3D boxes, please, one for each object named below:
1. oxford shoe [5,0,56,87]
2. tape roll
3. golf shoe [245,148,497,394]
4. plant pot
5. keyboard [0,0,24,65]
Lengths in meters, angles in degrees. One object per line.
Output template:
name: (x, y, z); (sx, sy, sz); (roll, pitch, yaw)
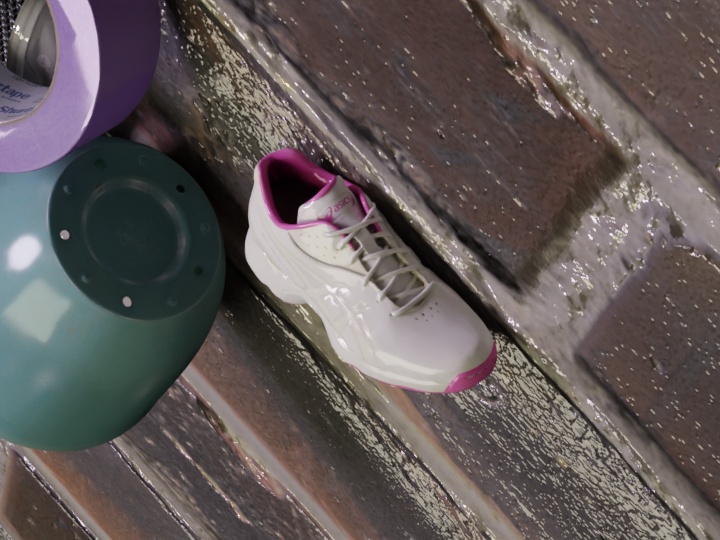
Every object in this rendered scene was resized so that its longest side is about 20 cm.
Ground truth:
oxford shoe: (-0.204, -0.120, 1.823); (0.058, 0.075, 0.200); (19, 154, 1)
tape roll: (-0.223, -0.165, 1.685); (0.199, 0.066, 0.201); (16, 121, 28)
golf shoe: (0.000, 0.000, 1.615); (0.200, 0.075, 0.092); (34, 149, 31)
plant pot: (-0.181, 0.001, 1.809); (0.201, 0.200, 0.161); (51, 144, -2)
keyboard: (-0.260, -0.194, 1.843); (0.104, 0.040, 0.200); (42, 155, 19)
